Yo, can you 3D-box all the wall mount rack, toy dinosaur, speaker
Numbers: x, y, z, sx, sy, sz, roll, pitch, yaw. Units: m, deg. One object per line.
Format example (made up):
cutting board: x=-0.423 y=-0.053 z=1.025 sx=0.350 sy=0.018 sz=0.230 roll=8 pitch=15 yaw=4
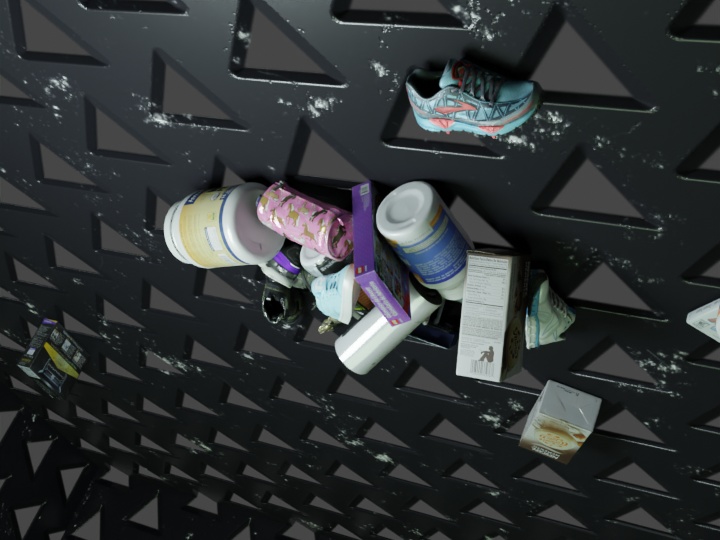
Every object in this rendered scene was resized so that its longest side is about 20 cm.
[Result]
wall mount rack: x=0.187 y=0.084 z=1.777 sx=0.199 sy=0.075 sz=0.174 roll=18 pitch=178 yaw=12
toy dinosaur: x=-0.045 y=0.084 z=2.037 sx=0.088 sy=0.048 sz=0.200 roll=22 pitch=156 yaw=-28
speaker: x=0.048 y=0.089 z=1.715 sx=0.081 sy=0.081 sz=0.200 roll=35 pitch=118 yaw=-20

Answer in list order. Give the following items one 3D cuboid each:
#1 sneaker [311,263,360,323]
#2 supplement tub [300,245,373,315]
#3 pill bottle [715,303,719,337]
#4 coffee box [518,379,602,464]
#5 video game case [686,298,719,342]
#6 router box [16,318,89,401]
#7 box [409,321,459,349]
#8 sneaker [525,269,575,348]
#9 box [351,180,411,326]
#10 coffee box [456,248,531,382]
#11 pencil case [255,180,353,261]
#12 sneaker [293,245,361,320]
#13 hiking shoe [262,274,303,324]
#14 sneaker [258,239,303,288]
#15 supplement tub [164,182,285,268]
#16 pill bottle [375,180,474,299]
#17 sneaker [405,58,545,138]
sneaker: x=-0.043 y=0.036 z=1.647 sx=0.081 sy=0.074 sz=0.200 roll=18 pitch=156 yaw=1
supplement tub: x=0.000 y=0.000 z=1.771 sx=0.200 sy=0.123 sz=0.122 roll=41 pitch=148 yaw=-28
pill bottle: x=0.527 y=0.002 z=1.277 sx=0.109 sy=0.201 sz=0.110 roll=18 pitch=152 yaw=10
coffee box: x=0.405 y=0.312 z=2.040 sx=0.114 sy=0.080 sz=0.200 roll=20 pitch=152 yaw=8
video game case: x=0.638 y=0.092 z=1.538 sx=0.199 sy=0.024 sz=0.182 roll=30 pitch=152 yaw=-10
router box: x=-0.878 y=0.257 z=2.868 sx=0.052 sy=0.158 sz=0.200 roll=10 pitch=149 yaw=25
box: x=0.120 y=0.111 z=1.874 sx=0.120 sy=0.033 sz=0.200 roll=20 pitch=-178 yaw=9
sneaker: x=0.323 y=0.061 z=1.701 sx=0.086 sy=0.075 sz=0.200 roll=-3 pitch=147 yaw=8
box: x=0.033 y=-0.028 z=1.618 sx=0.039 sy=0.201 sz=0.137 roll=-20 pitch=135 yaw=19
coffee box: x=0.216 y=0.068 z=1.611 sx=0.079 sy=0.202 sz=0.113 roll=7 pitch=-175 yaw=26
pencil case: x=-0.087 y=-0.085 z=1.676 sx=0.199 sy=0.083 sz=0.087 roll=27 pitch=167 yaw=40
sneaker: x=-0.059 y=0.022 z=1.911 sx=0.114 sy=0.077 sz=0.199 roll=-8 pitch=136 yaw=48
hiking shoe: x=-0.171 y=0.070 z=2.048 sx=0.075 sy=0.101 sz=0.200 roll=17 pitch=151 yaw=15
sneaker: x=-0.155 y=-0.047 z=1.866 sx=0.069 sy=0.100 sz=0.200 roll=26 pitch=-173 yaw=-38
supplement tub: x=-0.246 y=-0.078 z=1.804 sx=0.199 sy=0.145 sz=0.144 roll=-4 pitch=142 yaw=41
pill bottle: x=0.117 y=-0.041 z=1.618 sx=0.111 sy=0.113 sz=0.200 roll=0 pitch=144 yaw=38
sneaker: x=0.142 y=-0.230 z=1.309 sx=0.199 sy=0.080 sz=0.096 roll=2 pitch=143 yaw=35
